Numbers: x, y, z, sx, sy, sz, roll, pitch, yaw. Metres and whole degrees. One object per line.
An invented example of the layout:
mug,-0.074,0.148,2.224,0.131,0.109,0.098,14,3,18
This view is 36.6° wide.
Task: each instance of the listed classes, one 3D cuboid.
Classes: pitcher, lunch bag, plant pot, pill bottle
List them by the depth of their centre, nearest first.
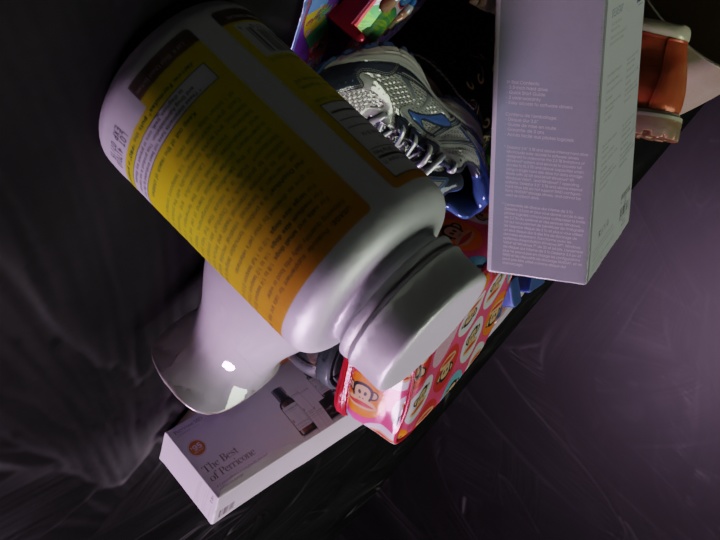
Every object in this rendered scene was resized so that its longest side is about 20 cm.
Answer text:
pill bottle,-0.033,-0.036,0.555,0.109,0.200,0.109,-43,166,-13
pitcher,-0.046,0.000,0.795,0.171,0.121,0.200,-28,161,-50
lunch bag,0.059,0.048,0.910,0.200,0.081,0.178,-40,148,-50
plant pot,0.261,-0.212,1.076,0.187,0.188,0.200,-34,174,-44

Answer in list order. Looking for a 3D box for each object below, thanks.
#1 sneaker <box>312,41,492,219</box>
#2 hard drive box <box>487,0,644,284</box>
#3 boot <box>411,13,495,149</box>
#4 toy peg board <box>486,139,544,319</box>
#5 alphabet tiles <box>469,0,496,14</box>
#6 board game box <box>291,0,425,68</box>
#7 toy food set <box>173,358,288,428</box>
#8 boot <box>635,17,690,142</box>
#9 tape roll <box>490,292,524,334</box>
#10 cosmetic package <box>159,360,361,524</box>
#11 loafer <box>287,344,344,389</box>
sneaker,0.032,-0.084,0.717,0.077,0.086,0.199,-33,153,29
hard drive box,0.152,-0.113,0.790,0.156,0.076,0.202,-38,132,-60
boot,0.096,-0.167,0.868,0.151,0.073,0.200,-53,157,1
toy peg board,0.142,-0.048,1.060,0.199,0.097,0.201,-33,118,-45
alphabet tiles,0.135,-0.266,0.737,0.201,0.015,0.195,-60,171,16
board game box,0.030,-0.183,0.674,0.158,0.039,0.201,-38,164,-34
toy food set,-0.104,0.130,1.120,0.144,0.060,0.200,-50,166,13
boot,0.194,-0.181,0.962,0.075,0.198,0.109,-2,104,-61
tape roll,0.087,0.031,1.263,0.203,0.139,0.203,-43,166,-14
cosmetic package,-0.082,0.144,1.014,0.199,0.082,0.051,-29,152,-36
loafer,0.000,0.000,0.930,0.201,0.062,0.072,-61,148,-11
